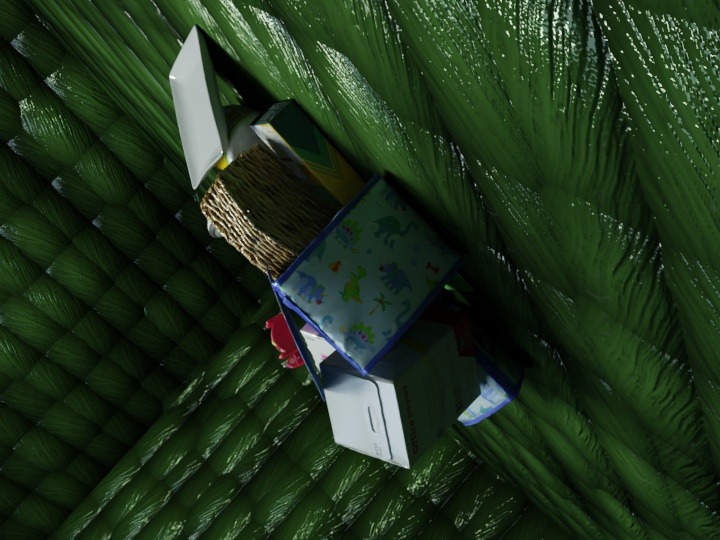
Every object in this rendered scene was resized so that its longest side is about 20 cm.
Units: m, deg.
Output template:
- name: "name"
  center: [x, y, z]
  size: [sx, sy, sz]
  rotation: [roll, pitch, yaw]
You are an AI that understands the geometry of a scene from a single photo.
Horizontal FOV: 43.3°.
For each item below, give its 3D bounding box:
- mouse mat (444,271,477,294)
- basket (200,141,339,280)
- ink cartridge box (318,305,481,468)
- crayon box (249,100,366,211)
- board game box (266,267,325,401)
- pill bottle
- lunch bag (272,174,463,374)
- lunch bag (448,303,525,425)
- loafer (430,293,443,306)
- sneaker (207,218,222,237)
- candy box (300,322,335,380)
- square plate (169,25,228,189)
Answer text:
- name: "mouse mat"
  center: [0.095, -0.025, 1.376]
  size: [0.161, 0.008, 0.200]
  rotation: [46, 171, -9]
- name: "basket"
  center: [-0.143, -0.054, 1.336]
  size: [0.200, 0.143, 0.149]
  rotation: [41, 133, -3]
- name: "ink cartridge box"
  center: [0.060, 0.161, 1.333]
  size: [0.143, 0.199, 0.147]
  rotation: [9, 121, 37]
- name: "crayon box"
  center: [-0.067, -0.158, 1.336]
  size: [0.200, 0.052, 0.126]
  rotation: [47, 171, -19]
- name: "board game box"
  center: [-0.104, 0.097, 1.253]
  size: [0.159, 0.039, 0.201]
  rotation: [-117, 4, -48]
- name: "pill bottle"
  center: [-0.194, -0.211, 1.481]
  size: [0.111, 0.111, 0.200]
  rotation: [48, 171, -30]
- name: "lunch bag"
  center: [0.006, 0.010, 1.196]
  size: [0.170, 0.200, 0.127]
  rotation: [42, 156, -2]
- name: "lunch bag"
  center: [0.169, 0.151, 1.474]
  size: [0.170, 0.128, 0.200]
  rotation: [43, 168, 4]
- name: "loafer"
  center: [0.093, 0.053, 1.523]
  size: [0.073, 0.071, 0.200]
  rotation: [45, 174, 17]
- name: "sneaker"
  center: [-0.180, -0.092, 1.514]
  size: [0.074, 0.199, 0.080]
  rotation: [-10, -101, -56]
- name: "candy box"
  center: [0.007, 0.169, 1.536]
  size: [0.166, 0.072, 0.202]
  rotation: [14, 137, 40]
- name: "square plate"
  center: [-0.251, -0.250, 1.423]
  size: [0.200, 0.028, 0.201]
  rotation: [-26, 75, 64]
